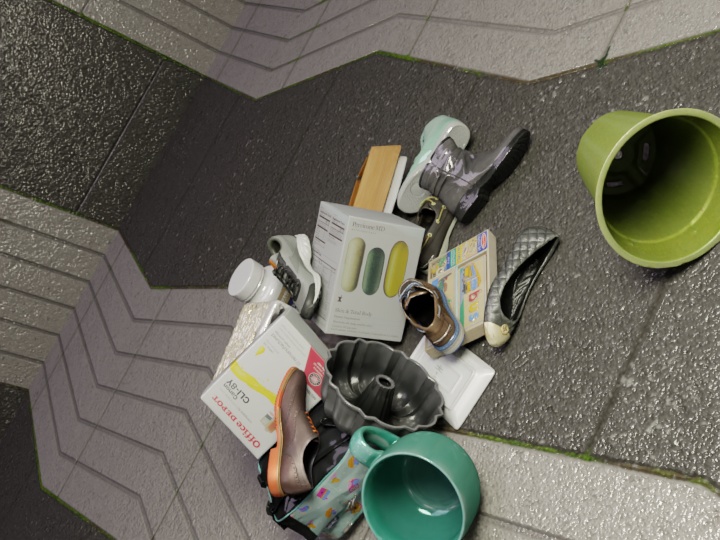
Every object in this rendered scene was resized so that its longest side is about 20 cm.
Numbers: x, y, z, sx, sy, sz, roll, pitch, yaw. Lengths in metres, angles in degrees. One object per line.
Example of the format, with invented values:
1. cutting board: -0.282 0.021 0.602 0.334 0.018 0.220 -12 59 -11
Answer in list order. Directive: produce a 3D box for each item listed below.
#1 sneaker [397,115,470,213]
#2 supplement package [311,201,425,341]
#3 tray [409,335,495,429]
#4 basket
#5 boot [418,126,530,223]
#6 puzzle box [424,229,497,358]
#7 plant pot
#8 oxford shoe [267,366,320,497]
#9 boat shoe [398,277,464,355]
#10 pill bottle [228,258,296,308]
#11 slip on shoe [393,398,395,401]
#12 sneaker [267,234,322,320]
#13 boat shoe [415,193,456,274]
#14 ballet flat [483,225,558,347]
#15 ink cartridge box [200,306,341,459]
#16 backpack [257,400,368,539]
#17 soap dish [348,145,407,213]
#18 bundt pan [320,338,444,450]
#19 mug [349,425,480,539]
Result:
1. sneaker: 0.132 -0.208 1.669 0.202 0.073 0.119 -55 23 11
2. supplement package: 0.000 0.000 1.514 0.150 0.149 0.205 -148 68 -64
3. tray: 0.130 0.162 1.374 0.109 0.022 0.200 -58 30 3
4. basket: -0.151 0.183 1.599 0.160 0.198 0.202 -2 60 57
5. boot: 0.193 -0.197 1.505 0.201 0.069 0.132 -49 64 11
6. puzzle box: 0.166 0.037 1.409 0.132 0.025 0.203 -30 36 31
7. plant pot: 0.377 -0.133 1.146 0.201 0.199 0.191 -49 18 13
8. oxford shoe: -0.091 0.243 1.307 0.071 0.071 0.204 -7 61 17
9. boat shoe: 0.102 0.055 1.376 0.072 0.072 0.200 -48 30 3
10. pill bottle: -0.164 0.060 1.727 0.110 0.198 0.113 -35 36 32
11. slip on shoe: 0.024 0.187 1.471 0.075 0.061 0.201 -52 29 13
12. sneaker: -0.117 0.011 1.495 0.202 0.078 0.075 -112 37 -47
13. boat shoe: 0.135 -0.096 1.564 0.071 0.060 0.205 -13 52 50
14. ballet flat: 0.239 0.021 1.299 0.056 0.066 0.203 9 71 52
15. ink cartridge box: -0.143 0.186 1.419 0.200 0.145 0.083 -43 4 9
16. backpack: -0.050 0.310 1.374 0.201 0.152 0.176 -52 27 10
17. soap dish: 0.019 -0.134 1.702 0.158 0.080 0.204 124 164 -66
18. bundt pan: 0.025 0.198 1.309 0.203 0.198 0.077 -111 40 -54
19. mug: 0.084 0.286 1.177 0.150 0.189 0.114 -18 3 27
